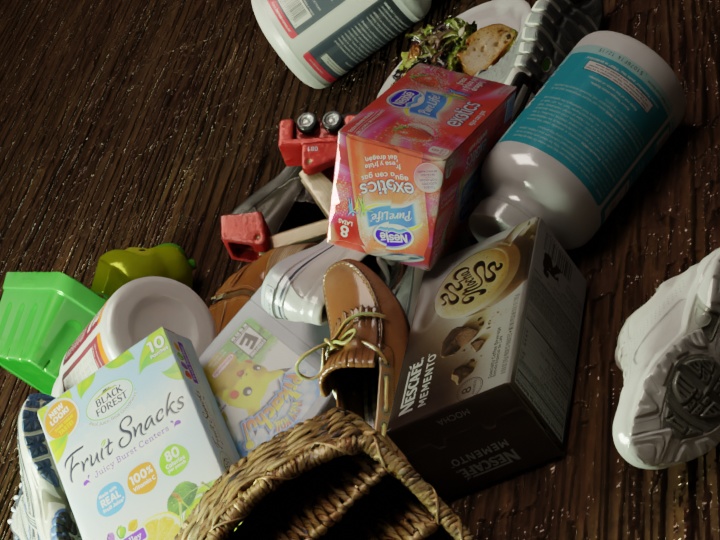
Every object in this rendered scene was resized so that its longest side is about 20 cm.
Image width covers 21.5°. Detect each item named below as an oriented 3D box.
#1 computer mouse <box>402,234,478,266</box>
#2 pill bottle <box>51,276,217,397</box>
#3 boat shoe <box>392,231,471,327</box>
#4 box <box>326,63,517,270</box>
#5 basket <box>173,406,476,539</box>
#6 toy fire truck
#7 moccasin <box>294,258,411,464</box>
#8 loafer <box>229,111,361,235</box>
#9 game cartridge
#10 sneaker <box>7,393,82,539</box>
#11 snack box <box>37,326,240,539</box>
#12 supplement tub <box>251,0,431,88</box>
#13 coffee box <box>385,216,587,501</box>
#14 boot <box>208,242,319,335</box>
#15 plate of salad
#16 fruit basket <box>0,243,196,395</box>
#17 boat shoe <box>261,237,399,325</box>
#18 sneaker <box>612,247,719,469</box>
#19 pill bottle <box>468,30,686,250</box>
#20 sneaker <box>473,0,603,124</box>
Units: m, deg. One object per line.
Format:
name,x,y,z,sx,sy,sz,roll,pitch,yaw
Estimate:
computer mouse,0.076,-0.060,1.723,0.140,0.046,0.200,-36,26,12
pill bottle,-0.215,0.091,1.754,0.110,0.109,0.200,-58,9,-33
boat shoe,0.045,0.037,1.579,0.071,0.070,0.201,-21,37,33
box,0.053,-0.090,1.577,0.094,0.103,0.200,15,27,16
basket,-0.034,0.207,1.334,0.200,0.143,0.149,-42,25,-3
toy fire truck,-0.032,-0.082,1.840,0.199,0.049,0.142,-3,64,9
moccasin,-0.002,0.081,1.479,0.074,0.077,0.202,-33,54,42
loafer,-0.045,-0.075,1.908,0.200,0.073,0.071,-45,56,-11
game cartridge,-0.085,0.108,1.617,0.133,0.040,0.200,36,82,28
sneaker,-0.284,0.205,1.701,0.085,0.077,0.201,-40,51,34
snack box,-0.173,0.170,1.574,0.142,0.053,0.201,-32,62,14
supplement tub,-0.010,-0.312,2.138,0.200,0.140,0.141,-34,26,12
coffee box,0.099,0.065,1.451,0.113,0.080,0.201,-24,30,29
boot,-0.112,0.064,1.759,0.155,0.076,0.201,-17,46,55
plate of salad,0.089,-0.222,1.965,0.200,0.048,0.200,-32,27,19
fruit basket,-0.269,0.034,1.947,0.215,0.155,0.216,-42,25,26
boat shoe,0.000,0.000,1.619,0.067,0.074,0.200,25,40,28
sneaker,0.212,0.070,1.312,0.099,0.078,0.200,-24,21,45
pill bottle,0.174,-0.094,1.568,0.200,0.111,0.111,-50,27,-21
sneaker,0.148,-0.201,1.822,0.115,0.075,0.200,-10,40,51
